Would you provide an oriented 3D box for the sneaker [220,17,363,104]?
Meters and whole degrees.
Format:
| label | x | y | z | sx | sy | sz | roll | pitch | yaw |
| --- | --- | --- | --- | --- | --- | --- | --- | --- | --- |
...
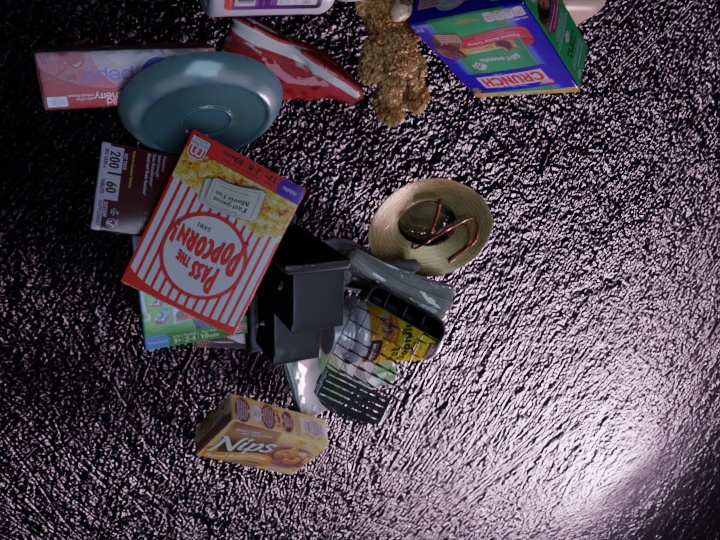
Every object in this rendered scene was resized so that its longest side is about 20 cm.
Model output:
| label | x | y | z | sx | sy | sz | roll | pitch | yaw |
| --- | --- | --- | --- | --- | --- | --- | --- | --- | --- |
| sneaker | -0.101 | -0.246 | 0.837 | 0.198 | 0.079 | 0.116 | 23 | 117 | -26 |

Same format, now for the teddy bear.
| label | x | y | z | sx | sy | sz | roll | pitch | yaw |
| --- | --- | --- | --- | --- | --- | --- | --- | --- | --- |
| teddy bear | 0.053 | -0.300 | 0.869 | 0.143 | 0.067 | 0.202 | -12 | 118 | -28 |

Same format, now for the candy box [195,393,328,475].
| label | x | y | z | sx | sy | sz | roll | pitch | yaw |
| --- | --- | --- | --- | --- | --- | --- | --- | --- | --- |
| candy box | -0.166 | 0.284 | 1.069 | 0.199 | 0.056 | 0.115 | 26 | 124 | -34 |

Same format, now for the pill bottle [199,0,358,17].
| label | x | y | z | sx | sy | sz | roll | pitch | yaw |
| --- | --- | --- | --- | --- | --- | --- | --- | --- | --- |
| pill bottle | -0.090 | -0.362 | 0.742 | 0.198 | 0.111 | 0.113 | -10 | 120 | -21 |

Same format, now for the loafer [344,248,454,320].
| label | x | y | z | sx | sy | sz | roll | pitch | yaw |
| --- | --- | --- | --- | --- | --- | --- | --- | --- | --- |
| loafer | 0.063 | 0.011 | 0.978 | 0.199 | 0.070 | 0.070 | 29 | 79 | -24 |

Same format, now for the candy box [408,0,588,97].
| label | x | y | z | sx | sy | sz | roll | pitch | yaw |
| --- | --- | --- | --- | --- | --- | --- | --- | --- | --- |
| candy box | 0.188 | -0.314 | 0.838 | 0.199 | 0.168 | 0.078 | 24 | 78 | -48 |

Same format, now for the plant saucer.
| label | x | y | z | sx | sy | sz | roll | pitch | yaw |
| --- | --- | --- | --- | --- | --- | --- | --- | --- | --- |
| plant saucer | -0.189 | -0.189 | 0.761 | 0.197 | 0.028 | 0.200 | -13 | 163 | -4 |

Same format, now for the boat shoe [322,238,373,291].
| label | x | y | z | sx | sy | sz | roll | pitch | yaw |
| --- | --- | --- | --- | --- | --- | --- | --- | --- | --- |
| boat shoe | 0.000 | 0.002 | 1.012 | 0.200 | 0.065 | 0.075 | 15 | 109 | -32 |

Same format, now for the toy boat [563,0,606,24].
| label | x | y | z | sx | sy | sz | roll | pitch | yaw |
| --- | --- | --- | --- | --- | --- | --- | --- | --- | --- |
| toy boat | 0.247 | -0.418 | 0.891 | 0.198 | 0.130 | 0.133 | -9 | 90 | -23 |

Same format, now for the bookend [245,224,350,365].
| label | x | y | z | sx | sy | sz | roll | pitch | yaw |
| --- | --- | --- | --- | --- | --- | --- | --- | --- | --- |
| bookend | -0.097 | 0.056 | 0.893 | 0.091 | 0.198 | 0.203 | -7 | 110 | -25 |

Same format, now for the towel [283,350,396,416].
| label | x | y | z | sx | sy | sz | roll | pitch | yaw |
| --- | --- | --- | --- | --- | --- | --- | --- | --- | --- |
| towel | -0.031 | 0.177 | 1.115 | 0.198 | 0.031 | 0.151 | -20 | 124 | -16 |

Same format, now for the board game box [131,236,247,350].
| label | x | y | z | sx | sy | sz | roll | pitch | yaw |
| --- | --- | --- | --- | --- | --- | --- | --- | --- | --- |
| board game box | -0.243 | 0.004 | 0.896 | 0.149 | 0.037 | 0.203 | -8 | 110 | -22 |

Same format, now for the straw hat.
| label | x | y | z | sx | sy | sz | roll | pitch | yaw |
| --- | --- | --- | --- | --- | --- | --- | --- | --- | --- |
| straw hat | 0.102 | -0.085 | 0.998 | 0.198 | 0.086 | 0.203 | -5 | 131 | -6 |

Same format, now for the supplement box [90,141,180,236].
| label | x | y | z | sx | sy | sz | roll | pitch | yaw |
| --- | --- | --- | --- | --- | --- | --- | --- | --- | --- |
| supplement box | -0.238 | -0.091 | 0.815 | 0.198 | 0.061 | 0.110 | 7 | 91 | -23 |

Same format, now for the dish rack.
| label | x | y | z | sx | sy | sz | roll | pitch | yaw |
| --- | --- | --- | --- | --- | --- | --- | --- | --- | --- |
| dish rack | 0.025 | 0.136 | 0.950 | 0.152 | 0.054 | 0.202 | 29 | 85 | -25 |

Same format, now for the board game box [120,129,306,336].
| label | x | y | z | sx | sy | sz | roll | pitch | yaw |
| --- | --- | --- | --- | --- | --- | --- | --- | --- | --- |
| board game box | -0.177 | -0.045 | 0.766 | 0.150 | 0.046 | 0.202 | 26 | 94 | -9 |

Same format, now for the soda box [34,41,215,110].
| label | x | y | z | sx | sy | sz | roll | pitch | yaw |
| --- | --- | --- | --- | --- | --- | --- | --- | --- | --- |
| soda box | -0.274 | -0.234 | 0.746 | 0.198 | 0.070 | 0.064 | -9 | 116 | -21 |

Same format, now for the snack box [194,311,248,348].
| label | x | y | z | sx | sy | sz | roll | pitch | yaw |
| --- | --- | --- | --- | --- | --- | --- | --- | --- | --- |
| snack box | -0.162 | 0.089 | 1.004 | 0.198 | 0.024 | 0.073 | 5 | 110 | -28 |

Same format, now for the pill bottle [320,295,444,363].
| label | x | y | z | sx | sy | sz | roll | pitch | yaw |
| --- | --- | --- | --- | --- | --- | --- | --- | --- | --- |
| pill bottle | 0.034 | 0.096 | 1.039 | 0.198 | 0.109 | 0.111 | 1 | 116 | -25 |
